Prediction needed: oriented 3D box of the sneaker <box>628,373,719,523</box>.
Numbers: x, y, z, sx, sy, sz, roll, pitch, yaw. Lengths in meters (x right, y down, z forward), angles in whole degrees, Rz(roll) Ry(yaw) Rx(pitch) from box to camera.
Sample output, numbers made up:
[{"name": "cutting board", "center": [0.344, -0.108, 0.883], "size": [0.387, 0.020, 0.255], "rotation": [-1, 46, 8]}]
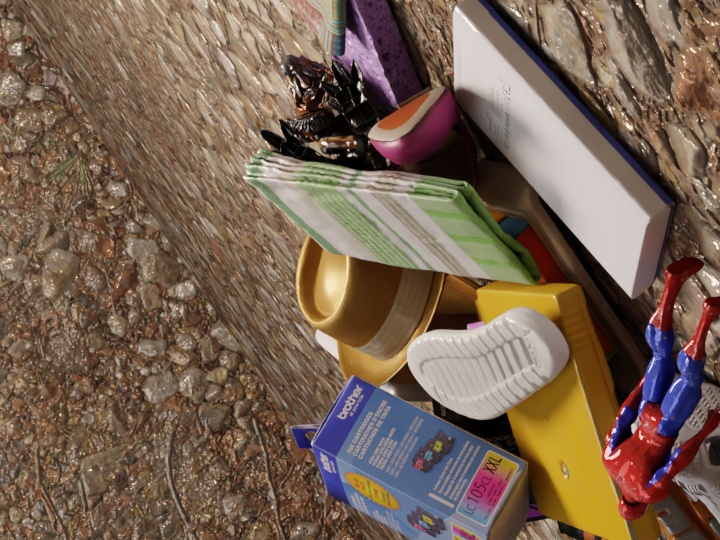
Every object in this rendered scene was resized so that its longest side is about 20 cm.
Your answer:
[{"name": "sneaker", "center": [0.266, 0.162, 1.209], "size": [0.200, 0.075, 0.115], "rotation": [40, 159, 40]}]

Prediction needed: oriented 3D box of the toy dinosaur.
[{"name": "toy dinosaur", "center": [0.000, -0.108, 1.390], "size": [0.199, 0.103, 0.136], "rotation": [29, -176, 24]}]

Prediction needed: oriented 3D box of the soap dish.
[{"name": "soap dish", "center": [0.056, 0.052, 1.570], "size": [0.200, 0.157, 0.082], "rotation": [-145, 60, -60]}]

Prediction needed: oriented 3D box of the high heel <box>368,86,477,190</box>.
[{"name": "high heel", "center": [0.060, -0.083, 1.260], "size": [0.096, 0.067, 0.200], "rotation": [60, -166, -6]}]

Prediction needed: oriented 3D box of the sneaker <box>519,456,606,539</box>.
[{"name": "sneaker", "center": [0.216, 0.213, 1.453], "size": [0.200, 0.070, 0.090], "rotation": [50, 129, -3]}]

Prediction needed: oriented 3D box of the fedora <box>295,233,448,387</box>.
[{"name": "fedora", "center": [0.000, 0.000, 1.458], "size": [0.081, 0.202, 0.200], "rotation": [18, -174, -27]}]

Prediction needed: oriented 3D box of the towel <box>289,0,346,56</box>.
[{"name": "towel", "center": [-0.053, -0.273, 1.304], "size": [0.147, 0.022, 0.200], "rotation": [54, 161, 27]}]

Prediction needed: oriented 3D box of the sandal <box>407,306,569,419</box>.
[{"name": "sandal", "center": [0.106, 0.068, 1.316], "size": [0.083, 0.050, 0.202], "rotation": [58, 152, -7]}]

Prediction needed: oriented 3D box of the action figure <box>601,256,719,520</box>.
[{"name": "action figure", "center": [0.204, 0.089, 1.138], "size": [0.065, 0.052, 0.201], "rotation": [41, 131, 36]}]

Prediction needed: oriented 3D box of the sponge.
[{"name": "sponge", "center": [0.009, -0.173, 1.410], "size": [0.112, 0.030, 0.200], "rotation": [43, 163, 45]}]

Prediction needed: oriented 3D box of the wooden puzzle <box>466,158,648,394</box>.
[{"name": "wooden puzzle", "center": [0.138, 0.004, 1.371], "size": [0.201, 0.037, 0.185], "rotation": [59, 168, -17]}]

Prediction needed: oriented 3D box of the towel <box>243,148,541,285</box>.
[{"name": "towel", "center": [0.026, -0.041, 1.297], "size": [0.199, 0.031, 0.149], "rotation": [9, 160, 35]}]

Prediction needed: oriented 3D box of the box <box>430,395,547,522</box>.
[{"name": "box", "center": [0.150, 0.160, 1.515], "size": [0.200, 0.142, 0.036], "rotation": [69, -168, -50]}]

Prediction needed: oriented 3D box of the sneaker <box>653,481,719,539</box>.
[{"name": "sneaker", "center": [0.259, 0.210, 1.354], "size": [0.201, 0.078, 0.077], "rotation": [65, 167, 2]}]

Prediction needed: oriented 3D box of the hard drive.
[{"name": "hard drive", "center": [0.134, -0.084, 1.169], "size": [0.200, 0.025, 0.132], "rotation": [51, 168, 21]}]

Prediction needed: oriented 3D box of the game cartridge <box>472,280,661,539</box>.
[{"name": "game cartridge", "center": [0.156, 0.105, 1.327], "size": [0.176, 0.032, 0.201], "rotation": [-176, 68, -72]}]

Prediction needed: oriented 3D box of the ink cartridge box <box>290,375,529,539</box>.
[{"name": "ink cartridge box", "center": [0.039, 0.169, 1.441], "size": [0.199, 0.077, 0.137], "rotation": [27, 160, 18]}]
